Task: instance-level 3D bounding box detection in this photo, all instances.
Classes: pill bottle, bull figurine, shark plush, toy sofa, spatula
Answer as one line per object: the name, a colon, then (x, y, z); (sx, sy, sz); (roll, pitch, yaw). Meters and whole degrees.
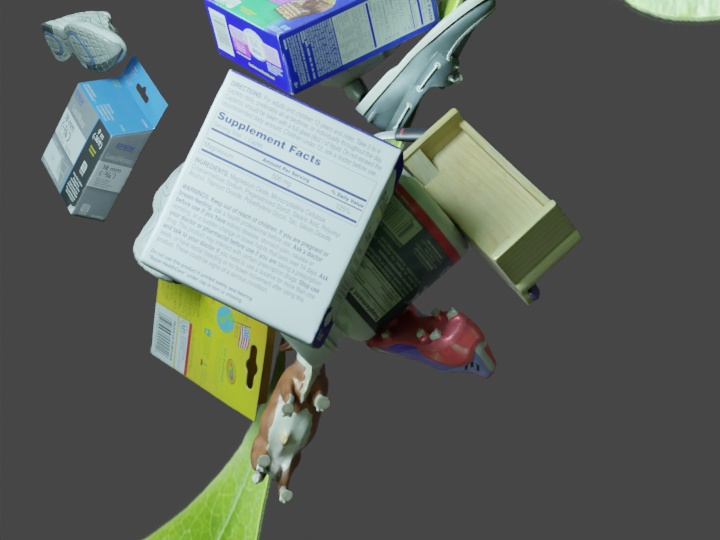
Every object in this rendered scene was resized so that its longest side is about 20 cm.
pill bottle: (0.000, 0.000, 1.483); (0.200, 0.120, 0.120); (-41, 46, 0)
bull figurine: (-0.074, 0.155, 1.618); (0.122, 0.065, 0.202); (-96, 22, -73)
shark plush: (-0.026, -0.253, 1.714); (0.084, 0.091, 0.200); (-54, 23, -9)
toy sofa: (0.131, -0.064, 1.453); (0.083, 0.098, 0.200); (-42, 46, 1)
spatula: (0.026, -0.141, 1.573); (0.198, 0.021, 0.057); (-1, 47, 26)

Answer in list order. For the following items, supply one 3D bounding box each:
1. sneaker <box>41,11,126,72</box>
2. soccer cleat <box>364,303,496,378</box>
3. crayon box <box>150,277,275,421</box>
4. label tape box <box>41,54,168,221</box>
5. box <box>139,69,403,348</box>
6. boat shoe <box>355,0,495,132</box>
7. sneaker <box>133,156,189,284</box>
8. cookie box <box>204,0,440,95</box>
sneaker: (-0.384, -0.341, 2.098); (0.199, 0.087, 0.075); (26, 143, 50)
soccer cleat: (0.065, 0.074, 1.498); (0.067, 0.077, 0.200); (-48, 20, -18)
crayon box: (-0.160, 0.075, 1.688); (0.199, 0.051, 0.128); (29, 118, 40)
label tape box: (-0.365, -0.194, 2.066); (0.201, 0.063, 0.144); (-58, 44, 21)
box: (-0.079, -0.055, 1.383); (0.183, 0.105, 0.201); (25, 87, 7)
boat shoe: (0.081, -0.220, 1.572); (0.062, 0.073, 0.200); (46, 116, -4)
sneaker: (-0.210, -0.064, 1.685); (0.201, 0.074, 0.087); (-91, 26, -49)
cookie box: (-0.043, -0.287, 1.614); (0.171, 0.199, 0.076); (34, 146, 48)
